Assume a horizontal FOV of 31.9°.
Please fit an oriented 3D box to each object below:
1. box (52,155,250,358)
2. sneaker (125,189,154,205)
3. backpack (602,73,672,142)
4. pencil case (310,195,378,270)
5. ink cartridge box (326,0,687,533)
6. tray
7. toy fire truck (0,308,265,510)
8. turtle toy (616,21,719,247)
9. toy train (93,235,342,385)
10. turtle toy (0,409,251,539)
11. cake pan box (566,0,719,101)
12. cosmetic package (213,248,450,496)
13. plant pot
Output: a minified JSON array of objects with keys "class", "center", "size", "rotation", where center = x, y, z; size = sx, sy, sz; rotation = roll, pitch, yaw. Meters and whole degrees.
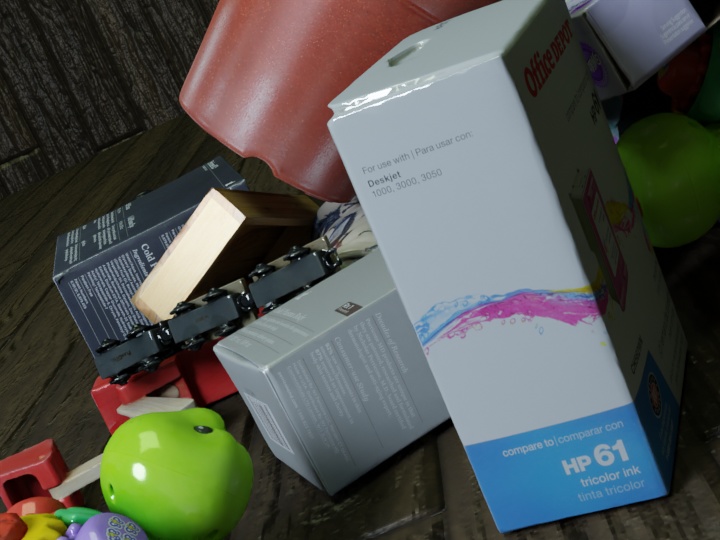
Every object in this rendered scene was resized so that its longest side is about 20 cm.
[{"class":"box","center":[-0.173,-0.009,1.141],"size":[0.180,0.105,0.200],"rotation":[-28,16,-5]},{"class":"sneaker","center":[-0.220,-0.046,1.377],"size":[0.070,0.084,0.199],"rotation":[-33,17,-27]},{"class":"backpack","center":[0.168,-0.098,0.851],"size":[0.166,0.128,0.199],"rotation":[-39,17,-33]},{"class":"pencil case","center":[0.000,0.000,0.887],"size":[0.089,0.078,0.200],"rotation":[-40,13,11]},{"class":"ink cartridge box","center":[0.075,-0.012,0.568],"size":[0.084,0.202,0.145],"rotation":[-18,17,24]},{"class":"tray","center":[-0.090,-0.011,0.942],"size":[0.099,0.037,0.200],"rotation":[-53,-11,11]},{"class":"toy fire truck","center":[-0.137,0.095,0.846],"size":[0.197,0.049,0.141],"rotation":[-24,16,3]},{"class":"turtle toy","center":[0.208,-0.080,0.678],"size":[0.100,0.148,0.199],"rotation":[-1,28,44]},{"class":"toy train","center":[-0.089,0.028,0.805],"size":[0.198,0.035,0.046],"rotation":[-25,-4,28]},{"class":"turtle toy","center":[-0.120,0.141,0.535],"size":[0.199,0.102,0.145],"rotation":[-36,19,-34]},{"class":"cake pan box","center":[0.162,-0.154,0.691],"size":[0.184,0.053,0.200],"rotation":[-40,8,-10]},{"class":"cosmetic package","center":[0.030,0.033,0.717],"size":[0.199,0.091,0.107],"rotation":[-34,14,-17]},{"class":"plant pot","center":[-0.021,-0.168,0.896],"size":[0.197,0.199,0.201],"rotation":[-59,10,13]}]
